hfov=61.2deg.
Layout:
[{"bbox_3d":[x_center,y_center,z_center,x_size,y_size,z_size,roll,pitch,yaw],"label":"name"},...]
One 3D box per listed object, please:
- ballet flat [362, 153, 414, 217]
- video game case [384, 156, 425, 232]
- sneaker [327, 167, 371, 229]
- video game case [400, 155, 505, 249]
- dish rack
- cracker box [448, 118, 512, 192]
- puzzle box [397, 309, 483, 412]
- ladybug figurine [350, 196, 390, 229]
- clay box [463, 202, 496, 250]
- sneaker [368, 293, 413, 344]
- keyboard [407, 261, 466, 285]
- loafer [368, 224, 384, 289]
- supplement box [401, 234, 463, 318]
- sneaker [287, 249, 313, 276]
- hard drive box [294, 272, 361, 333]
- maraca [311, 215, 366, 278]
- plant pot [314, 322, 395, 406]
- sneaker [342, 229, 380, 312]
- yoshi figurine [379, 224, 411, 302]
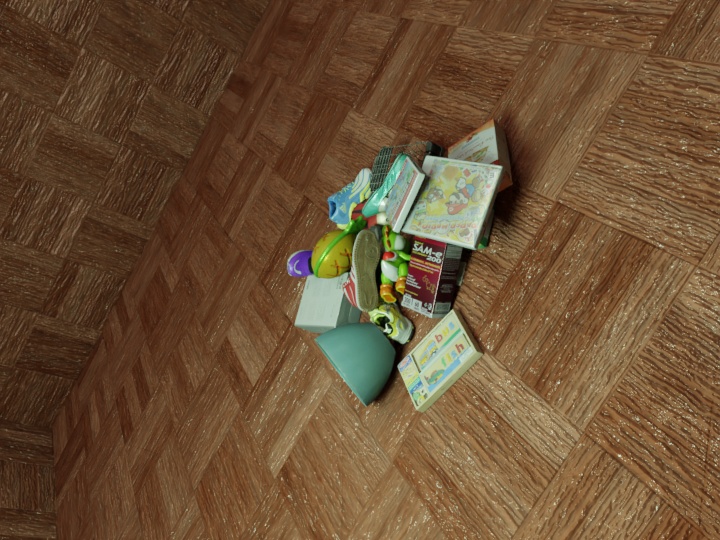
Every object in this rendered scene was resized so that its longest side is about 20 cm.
[{"bbox_3d":[0.079,-0.201,1.555,0.070,0.067,0.200,42,111,18],"label":"ballet flat"},{"bbox_3d":[0.100,-0.182,1.425,0.200,0.017,0.143,-99,31,-69],"label":"video game case"},{"bbox_3d":[-0.032,-0.219,1.779,0.076,0.105,0.201,8,78,54],"label":"sneaker"},{"bbox_3d":[0.195,-0.152,1.318,0.200,0.023,0.183,18,86,40],"label":"video game case"},{"bbox_3d":[0.115,-0.267,1.628,0.199,0.054,0.154,2,71,41],"label":"dish rack"},{"bbox_3d":[0.269,-0.242,1.394,0.134,0.058,0.200,-30,36,32],"label":"cracker box"},{"bbox_3d":[0.171,0.198,1.344,0.200,0.025,0.133,-50,38,22],"label":"puzzle box"},{"bbox_3d":[0.037,-0.149,1.677,0.200,0.072,0.136,-4,68,52],"label":"ladybug figurine"},{"bbox_3d":[0.219,-0.105,1.435,0.200,0.048,0.115,-4,65,53],"label":"clay box"},{"bbox_3d":[0.057,0.106,1.502,0.076,0.076,0.200,-62,34,9],"label":"sneaker"},{"bbox_3d":[0.175,0.005,1.465,0.200,0.011,0.056,2,67,53],"label":"keyboard"},{"bbox_3d":[0.020,-0.023,1.593,0.073,0.072,0.201,8,90,48],"label":"loafer"},{"bbox_3d":[0.165,-0.002,1.386,0.109,0.061,0.201,20,103,51],"label":"supplement box"},{"bbox_3d":[-0.107,-0.024,1.699,0.099,0.200,0.070,8,106,48],"label":"sneaker"},{"bbox_3d":[-0.083,0.092,1.692,0.200,0.077,0.156,-3,68,51],"label":"hard drive box"},{"bbox_3d":[-0.053,-0.060,1.603,0.107,0.137,0.200,40,90,13],"label":"maraca"},{"bbox_3d":[0.004,0.201,1.445,0.135,0.200,0.200,-38,35,-10],"label":"plant pot"},{"bbox_3d":[0.000,0.000,1.514,0.112,0.071,0.201,-179,90,-72],"label":"sneaker"},{"bbox_3d":[0.094,-0.021,1.520,0.112,0.112,0.201,113,158,-60],"label":"yoshi figurine"}]
